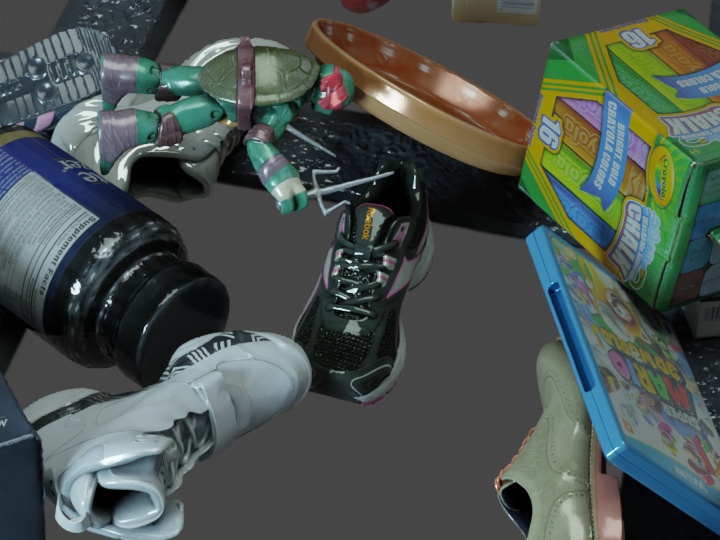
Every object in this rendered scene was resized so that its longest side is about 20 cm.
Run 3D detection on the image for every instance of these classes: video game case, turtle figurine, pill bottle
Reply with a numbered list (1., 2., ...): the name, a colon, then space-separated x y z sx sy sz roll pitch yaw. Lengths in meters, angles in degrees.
1. video game case: 0.177 0.072 1.523 0.018 0.143 0.200 -39 39 21
2. turtle figurine: -0.078 -0.109 1.636 0.199 0.101 0.150 1 26 -3
3. pill bottle: -0.185 -0.005 1.586 0.200 0.112 0.112 33 50 29

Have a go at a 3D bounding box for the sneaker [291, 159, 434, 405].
1. sneaker: 0.000 0.000 1.610 0.080 0.087 0.200 7 43 7

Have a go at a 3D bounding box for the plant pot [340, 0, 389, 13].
1. plant pot: -0.034 -0.307 1.876 0.182 0.201 0.201 24 45 10

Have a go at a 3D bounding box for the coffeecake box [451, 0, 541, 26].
1. coffeecake box: 0.113 -0.317 1.919 0.073 0.154 0.201 3 42 -1

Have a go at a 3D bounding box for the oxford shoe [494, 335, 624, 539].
1. oxford shoe: 0.119 0.115 1.504 0.074 0.071 0.200 -5 40 1

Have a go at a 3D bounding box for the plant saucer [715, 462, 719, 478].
1. plant saucer: 0.307 0.144 1.409 0.199 0.032 0.200 21 2 -1

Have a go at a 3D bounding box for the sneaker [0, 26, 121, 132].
1. sneaker: -0.263 -0.118 1.753 0.199 0.082 0.071 -12 78 7

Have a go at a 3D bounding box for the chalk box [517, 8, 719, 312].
1. chalk box: 0.220 -0.064 1.600 0.124 0.124 0.200 -17 44 -33

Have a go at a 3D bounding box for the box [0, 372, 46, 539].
1. box: -0.316 0.105 1.446 0.199 0.124 0.197 -17 44 -21

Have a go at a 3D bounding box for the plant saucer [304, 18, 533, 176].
1. plant saucer: 0.048 -0.120 1.722 0.200 0.032 0.200 26 12 -6

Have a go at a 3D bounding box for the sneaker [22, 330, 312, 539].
1. sneaker: -0.110 0.106 1.478 0.199 0.075 0.115 -17 29 -16

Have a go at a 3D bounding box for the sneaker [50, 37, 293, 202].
1. sneaker: -0.117 -0.095 1.729 0.199 0.078 0.099 -28 58 -20

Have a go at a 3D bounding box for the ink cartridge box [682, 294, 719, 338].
1. ink cartridge box: 0.257 -0.036 1.702 0.099 0.039 0.200 -6 42 -9
